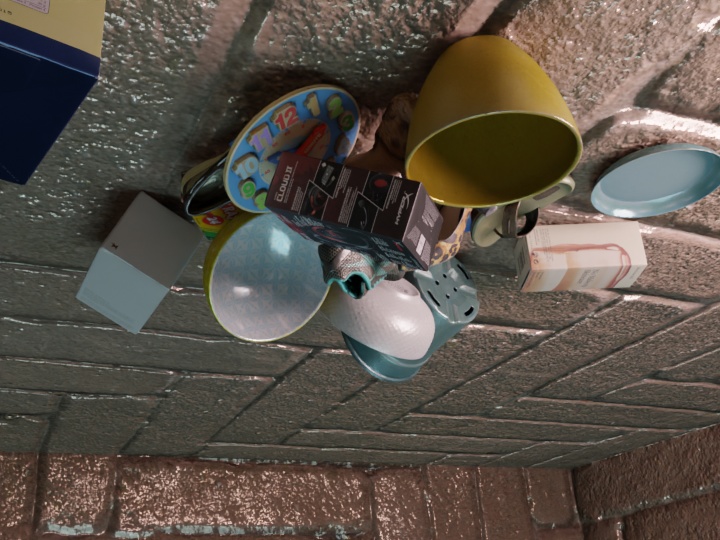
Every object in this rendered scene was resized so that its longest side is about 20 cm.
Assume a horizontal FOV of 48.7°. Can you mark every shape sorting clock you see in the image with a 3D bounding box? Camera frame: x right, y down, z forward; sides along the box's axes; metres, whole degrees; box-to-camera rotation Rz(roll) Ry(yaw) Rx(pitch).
[{"bbox_3d":[-0.082,-0.147,0.997,0.199,0.039,0.201,-28,148,-19],"label":"shape sorting clock"}]

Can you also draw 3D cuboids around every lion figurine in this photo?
[{"bbox_3d":[0.028,-0.139,1.041,0.199,0.073,0.123,-30,105,36],"label":"lion figurine"}]

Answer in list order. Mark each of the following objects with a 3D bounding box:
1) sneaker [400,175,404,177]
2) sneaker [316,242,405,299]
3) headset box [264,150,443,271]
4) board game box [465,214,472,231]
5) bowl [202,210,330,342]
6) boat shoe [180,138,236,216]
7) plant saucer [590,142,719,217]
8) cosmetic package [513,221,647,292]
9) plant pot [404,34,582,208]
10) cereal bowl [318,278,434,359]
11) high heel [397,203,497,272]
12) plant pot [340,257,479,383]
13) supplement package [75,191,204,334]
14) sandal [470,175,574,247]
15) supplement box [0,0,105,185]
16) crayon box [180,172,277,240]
[{"bbox_3d":[0.096,-0.109,1.172,0.111,0.073,0.201,-27,134,-3],"label":"sneaker"},{"bbox_3d":[0.000,0.000,1.135,0.077,0.092,0.199,-16,159,33],"label":"sneaker"},{"bbox_3d":[-0.013,-0.072,0.971,0.199,0.076,0.149,15,171,20],"label":"headset box"},{"bbox_3d":[0.080,-0.079,1.285,0.198,0.020,0.103,-9,153,10],"label":"board game box"},{"bbox_3d":[-0.148,-0.008,1.149,0.199,0.201,0.107,19,-171,-41],"label":"bowl"},{"bbox_3d":[-0.152,-0.131,1.042,0.199,0.065,0.073,-32,133,22],"label":"boat shoe"},{"bbox_3d":[0.448,-0.139,1.204,0.198,0.028,0.200,-4,156,-2],"label":"plant saucer"},{"bbox_3d":[0.375,-0.022,1.374,0.198,0.088,0.104,-4,155,-1],"label":"cosmetic package"},{"bbox_3d":[0.145,-0.183,0.919,0.198,0.143,0.200,-3,156,-1],"label":"plant pot"},{"bbox_3d":[0.034,0.052,1.252,0.199,0.200,0.084,16,108,-36],"label":"cereal bowl"},{"bbox_3d":[0.114,-0.095,1.089,0.200,0.071,0.143,-39,140,-22],"label":"high heel"},{"bbox_3d":[0.097,0.071,1.435,0.199,0.202,0.196,14,141,-35],"label":"plant pot"},{"bbox_3d":[-0.342,-0.007,1.222,0.117,0.117,0.200,34,145,-12],"label":"supplement package"},{"bbox_3d":[0.249,-0.086,1.244,0.079,0.058,0.201,9,149,-37],"label":"sandal"},{"bbox_3d":[-0.321,-0.220,0.696,0.134,0.201,0.200,15,150,-36],"label":"supplement box"},{"bbox_3d":[-0.147,-0.103,1.162,0.198,0.051,0.127,-7,155,6],"label":"crayon box"}]
